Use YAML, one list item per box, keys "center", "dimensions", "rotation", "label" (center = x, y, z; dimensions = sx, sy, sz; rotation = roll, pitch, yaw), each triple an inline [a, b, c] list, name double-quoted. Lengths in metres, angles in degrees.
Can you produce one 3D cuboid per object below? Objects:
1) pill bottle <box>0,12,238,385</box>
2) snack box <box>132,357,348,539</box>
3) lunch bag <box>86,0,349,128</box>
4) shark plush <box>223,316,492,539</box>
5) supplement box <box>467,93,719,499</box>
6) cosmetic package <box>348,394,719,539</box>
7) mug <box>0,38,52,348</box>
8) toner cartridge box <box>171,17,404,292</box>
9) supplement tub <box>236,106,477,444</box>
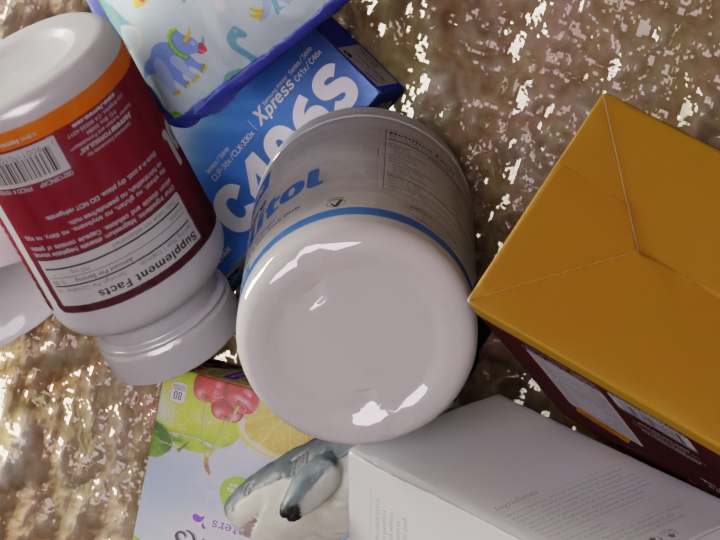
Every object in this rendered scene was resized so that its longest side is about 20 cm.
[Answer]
- center: [-0.149, -0.038, 1.604]
  dimensions: [0.113, 0.113, 0.200]
  rotation: [-15, 120, 22]
  label: "pill bottle"
- center: [-0.033, 0.158, 1.678]
  dimensions: [0.200, 0.068, 0.169]
  rotation: [15, 99, 20]
  label: "snack box"
- center: [-0.082, -0.206, 1.604]
  dimensions: [0.170, 0.127, 0.200]
  rotation: [-36, 65, 38]
  label: "lunch bag"
- center: [0.005, 0.083, 1.596]
  dimensions: [0.200, 0.091, 0.083]
  rotation: [-55, 39, 5]
  label: "shark plush"
- center: [0.196, 0.040, 1.461]
  dimensions: [0.197, 0.200, 0.133]
  rotation: [30, 82, 28]
  label: "supplement box"
- center: [0.099, 0.202, 1.528]
  dimensions: [0.200, 0.123, 0.200]
  rotation: [24, 122, 43]
  label: "cosmetic package"
- center: [-0.255, -0.057, 1.703]
  dimensions: [0.200, 0.148, 0.176]
  rotation: [-37, 73, 25]
  label: "mug"
- center: [-0.074, -0.067, 1.686]
  dimensions: [0.095, 0.043, 0.200]
  rotation: [45, 109, 13]
  label: "toner cartridge box"
- center: [0.000, 0.000, 1.561]
  dimensions: [0.132, 0.200, 0.132]
  rotation: [0, 112, 0]
  label: "supplement tub"
